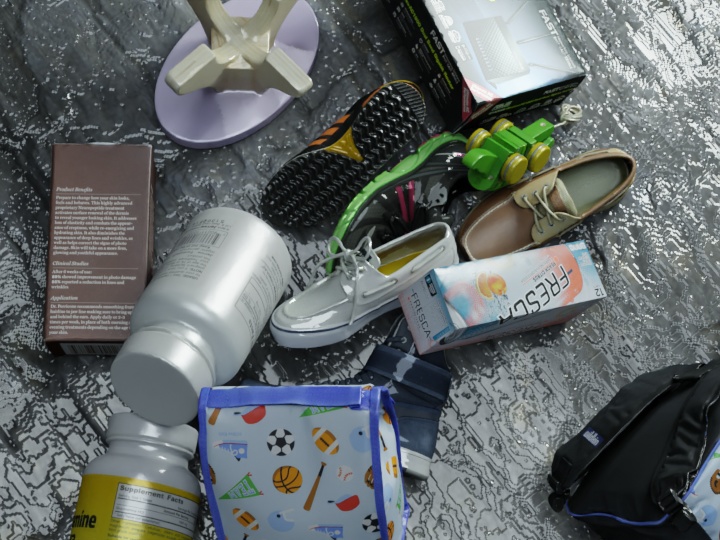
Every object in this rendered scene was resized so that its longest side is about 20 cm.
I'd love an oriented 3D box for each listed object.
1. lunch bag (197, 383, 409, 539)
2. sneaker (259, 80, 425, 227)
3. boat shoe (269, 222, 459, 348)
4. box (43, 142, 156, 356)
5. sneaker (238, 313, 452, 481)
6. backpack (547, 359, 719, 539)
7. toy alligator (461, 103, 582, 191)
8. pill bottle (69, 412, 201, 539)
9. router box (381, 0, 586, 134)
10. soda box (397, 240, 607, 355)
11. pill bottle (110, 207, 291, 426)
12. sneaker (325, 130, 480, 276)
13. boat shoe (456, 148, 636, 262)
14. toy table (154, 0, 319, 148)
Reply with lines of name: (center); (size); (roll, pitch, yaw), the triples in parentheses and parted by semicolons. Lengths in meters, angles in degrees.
lunch bag: (-0.048, 0.177, 1.449); (0.168, 0.201, 0.124); (-2, 40, 10)
sneaker: (-0.013, -0.116, 1.627); (0.200, 0.090, 0.070); (-40, 97, 13)
boat shoe: (0.003, 0.002, 1.540); (0.201, 0.087, 0.075); (-20, 39, -14)
box: (-0.253, -0.019, 1.579); (0.099, 0.075, 0.202); (1, 76, -3)
sneaker: (-0.010, 0.100, 1.551); (0.201, 0.077, 0.147); (19, 81, -4)
backpack: (0.305, 0.181, 1.498); (0.154, 0.199, 0.191); (41, 71, -25)
toy alligator: (0.159, -0.117, 1.620); (0.059, 0.055, 0.199); (36, 38, 24)
pill bottle: (-0.209, 0.238, 1.487); (0.111, 0.113, 0.202); (10, 73, 0)
router box: (0.118, -0.250, 1.645); (0.149, 0.062, 0.201); (-19, 75, -33)
soda box: (0.137, 0.025, 1.548); (0.199, 0.068, 0.064); (-11, 72, -36)
pill bottle: (-0.150, 0.044, 1.506); (0.114, 0.115, 0.201); (24, 45, 4)
sneaker: (0.046, -0.057, 1.605); (0.200, 0.077, 0.084); (-40, 76, -12)
boat shoe: (0.188, -0.069, 1.613); (0.199, 0.074, 0.076); (-31, 88, -11)
toy table: (-0.122, -0.220, 1.621); (0.183, 0.117, 0.201); (33, 74, 6)
